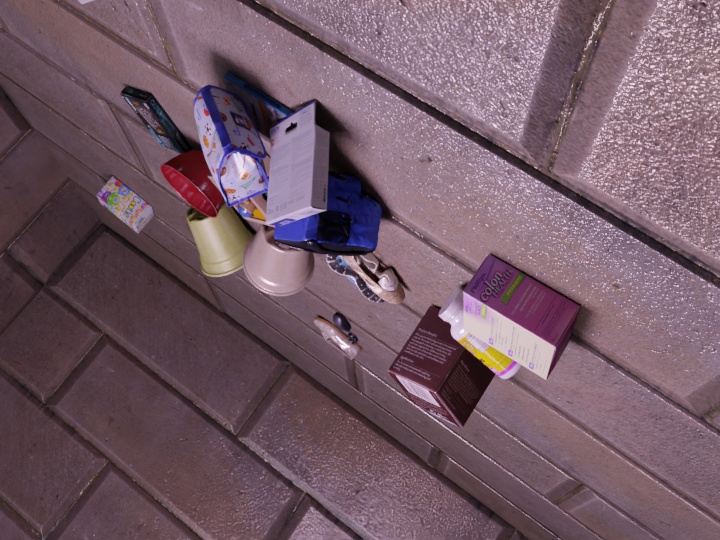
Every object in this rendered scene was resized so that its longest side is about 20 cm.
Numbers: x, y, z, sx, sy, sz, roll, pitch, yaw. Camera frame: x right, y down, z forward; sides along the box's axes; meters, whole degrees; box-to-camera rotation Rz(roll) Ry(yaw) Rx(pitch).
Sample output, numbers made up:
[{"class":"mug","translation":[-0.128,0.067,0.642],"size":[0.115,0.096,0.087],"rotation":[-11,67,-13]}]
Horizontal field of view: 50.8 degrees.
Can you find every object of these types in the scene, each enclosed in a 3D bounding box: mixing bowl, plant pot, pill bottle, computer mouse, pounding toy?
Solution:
[{"class":"mixing bowl","translation":[-0.434,-0.252,2.058],"size":[0.198,0.109,0.201],"rotation":[34,161,13]},{"class":"plant pot","translation":[-0.200,-0.065,1.961],"size":[0.199,0.201,0.184],"rotation":[36,151,5]},{"class":"pill bottle","translation":[0.263,0.131,1.619],"size":[0.199,0.105,0.104],"rotation":[40,162,-3]},{"class":"computer mouse","translation":[-0.053,0.202,2.531],"size":[0.058,0.034,0.201],"rotation":[26,159,32]},{"class":"plant pot","translation":[-0.430,-0.118,2.284],"size":[0.198,0.200,0.186],"rotation":[21,145,43]},{"class":"pounding toy","translation":[-0.264,-0.192,1.810],"size":[0.198,0.143,0.185],"rotation":[17,153,49]}]

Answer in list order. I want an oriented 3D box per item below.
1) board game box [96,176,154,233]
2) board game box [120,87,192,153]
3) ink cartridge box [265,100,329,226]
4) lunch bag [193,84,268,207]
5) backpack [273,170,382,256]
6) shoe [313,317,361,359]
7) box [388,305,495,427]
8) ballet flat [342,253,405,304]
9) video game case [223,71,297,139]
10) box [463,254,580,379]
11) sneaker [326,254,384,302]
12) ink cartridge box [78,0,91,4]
[{"class":"board game box","translation":[-0.940,-0.262,3.039],"size":[0.199,0.106,0.103],"rotation":[37,162,1]},{"class":"board game box","translation":[-0.552,-0.403,2.054],"size":[0.134,0.028,0.201],"rotation":[25,158,39]},{"class":"ink cartridge box","translation":[-0.122,-0.201,1.466],"size":[0.040,0.205,0.198],"rotation":[6,172,-32]},{"class":"lunch bag","translation":[-0.265,-0.259,1.550],"size":[0.201,0.122,0.173],"rotation":[79,167,-68]},{"class":"backpack","translation":[-0.051,-0.113,1.560],"size":[0.197,0.172,0.161],"rotation":[10,-177,-33]},{"class":"shoe","translation":[-0.089,0.235,2.647],"size":[0.198,0.054,0.070],"rotation":[36,162,9]},{"class":"box","translation":[0.205,0.228,1.811],"size":[0.164,0.201,0.165],"rotation":[18,155,46]},{"class":"ballet flat","translation":[0.038,0.005,1.827],"size":[0.199,0.071,0.065],"rotation":[39,151,-9]},{"class":"video game case","translation":[-0.193,-0.317,1.574],"size":[0.198,0.018,0.144],"rotation":[34,161,16]},{"class":"box","translation":[0.303,0.092,1.458],"size":[0.198,0.097,0.177],"rotation":[30,161,21]},{"class":"sneaker","translation":[0.000,0.000,1.910],"size":[0.199,0.079,0.090],"rotation":[40,-174,-13]},{"class":"ink cartridge box","translation":[-0.519,-0.597,1.430],"size":[0.198,0.084,0.147],"rotation":[14,151,51]}]
